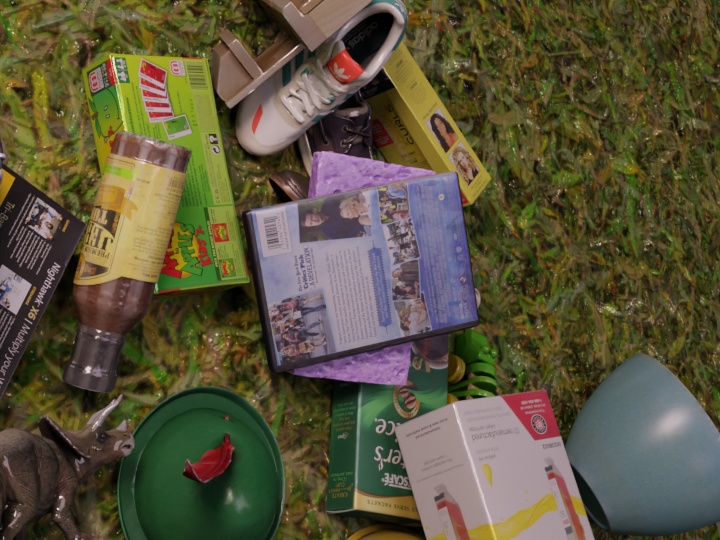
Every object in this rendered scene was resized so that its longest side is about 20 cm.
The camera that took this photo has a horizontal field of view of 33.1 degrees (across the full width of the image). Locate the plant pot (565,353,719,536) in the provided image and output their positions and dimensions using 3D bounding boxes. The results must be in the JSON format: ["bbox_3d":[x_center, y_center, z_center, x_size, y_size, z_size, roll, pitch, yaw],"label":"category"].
[{"bbox_3d":[0.301,0.211,1.325,0.135,0.200,0.201,-30,103,-8],"label":"plant pot"}]

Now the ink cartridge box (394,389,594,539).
[{"bbox_3d":[0.131,0.220,1.109,0.145,0.083,0.201,0,68,-46],"label":"ink cartridge box"}]

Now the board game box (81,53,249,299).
[{"bbox_3d":[-0.164,-0.079,1.029,0.101,0.048,0.201,-7,83,-44],"label":"board game box"}]

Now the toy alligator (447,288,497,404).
[{"bbox_3d":[0.119,0.103,1.249,0.059,0.054,0.201,30,59,-35],"label":"toy alligator"}]

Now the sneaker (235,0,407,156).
[{"bbox_3d":[-0.036,-0.177,1.086,0.200,0.093,0.070,-41,106,5],"label":"sneaker"}]

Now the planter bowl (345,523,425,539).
[{"bbox_3d":[0.054,0.331,1.104,0.200,0.083,0.201,14,69,-42],"label":"planter bowl"}]

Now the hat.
[{"bbox_3d":[-0.081,0.171,0.949,0.200,0.176,0.166,-38,105,-43],"label":"hat"}]

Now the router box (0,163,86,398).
[{"bbox_3d":[-0.306,0.006,0.864,0.157,0.052,0.200,40,54,-30],"label":"router box"}]

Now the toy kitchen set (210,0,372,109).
[{"bbox_3d":[-0.114,-0.267,1.061,0.163,0.200,0.181,-40,113,1],"label":"toy kitchen set"}]

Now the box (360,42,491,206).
[{"bbox_3d":[0.048,-0.151,1.238,0.200,0.075,0.050,55,50,-20],"label":"box"}]

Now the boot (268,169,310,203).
[{"bbox_3d":[0.010,-0.053,1.144,0.200,0.075,0.097,41,86,-24],"label":"boot"}]

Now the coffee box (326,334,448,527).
[{"bbox_3d":[0.030,0.139,1.160,0.123,0.044,0.201,20,65,-39],"label":"coffee box"}]

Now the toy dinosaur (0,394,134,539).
[{"bbox_3d":[-0.241,0.151,0.858,0.200,0.077,0.103,1,77,-65],"label":"toy dinosaur"}]

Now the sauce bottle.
[{"bbox_3d":[-0.186,-0.006,0.941,0.065,0.065,0.201,15,89,-41],"label":"sauce bottle"}]

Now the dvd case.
[{"bbox_3d":[0.003,0.000,1.067,0.199,0.018,0.143,-12,99,-18],"label":"dvd case"}]

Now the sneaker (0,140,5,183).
[{"bbox_3d":[-0.274,-0.058,0.824,0.085,0.077,0.201,-18,91,-49],"label":"sneaker"}]

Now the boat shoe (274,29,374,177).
[{"bbox_3d":[-0.022,-0.146,1.173,0.072,0.065,0.201,-24,96,-46],"label":"boat shoe"}]

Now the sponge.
[{"bbox_3d":[0.000,0.000,1.091,0.111,0.030,0.201,7,93,-19],"label":"sponge"}]
